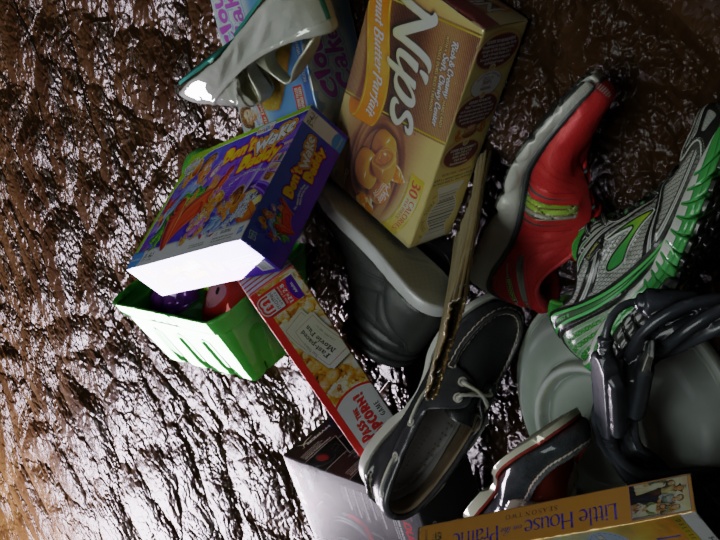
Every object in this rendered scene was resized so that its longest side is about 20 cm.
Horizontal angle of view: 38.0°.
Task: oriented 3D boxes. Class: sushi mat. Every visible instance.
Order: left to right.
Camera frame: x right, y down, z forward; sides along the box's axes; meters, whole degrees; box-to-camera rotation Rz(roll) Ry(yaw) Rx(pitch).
[{"bbox_3d":[0.072,-0.003,0.763,0.012,0.200,0.096,14,126,3],"label":"sushi mat"}]

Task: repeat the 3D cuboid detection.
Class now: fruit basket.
[{"bbox_3d":[-0.153,-0.011,1.052,0.215,0.155,0.216,31,144,26],"label":"fruit basket"}]

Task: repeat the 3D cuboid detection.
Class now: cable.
[{"bbox_3d":[0.228,0.083,0.660,0.051,0.162,0.201,-90,-12,-50],"label":"cable"}]

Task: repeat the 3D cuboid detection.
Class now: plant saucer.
[{"bbox_3d":[0.185,0.112,0.776,0.199,0.050,0.202,23,122,42],"label":"plant saucer"}]

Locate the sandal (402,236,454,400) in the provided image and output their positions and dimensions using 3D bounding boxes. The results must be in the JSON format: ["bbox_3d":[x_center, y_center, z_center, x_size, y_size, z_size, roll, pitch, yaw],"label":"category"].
[{"bbox_3d":[0.059,0.071,0.908,0.076,0.043,0.202,11,114,46],"label":"sandal"}]

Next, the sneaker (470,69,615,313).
[{"bbox_3d":[0.147,-0.051,0.748,0.085,0.077,0.201,30,133,13],"label":"sneaker"}]

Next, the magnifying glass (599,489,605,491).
[{"bbox_3d":[0.174,0.232,0.823,0.079,0.022,0.201,30,145,21],"label":"magnifying glass"}]

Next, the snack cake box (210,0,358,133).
[{"bbox_3d":[-0.068,-0.220,0.910,0.115,0.067,0.201,-4,103,48],"label":"snack cake box"}]

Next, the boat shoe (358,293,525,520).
[{"bbox_3d":[0.071,0.109,0.830,0.200,0.074,0.060,-52,26,8],"label":"boat shoe"}]

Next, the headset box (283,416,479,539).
[{"bbox_3d":[0.037,0.229,0.957,0.199,0.075,0.150,9,125,47],"label":"headset box"}]

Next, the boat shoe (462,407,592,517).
[{"bbox_3d":[0.129,0.165,0.763,0.063,0.071,0.200,56,153,24],"label":"boat shoe"}]

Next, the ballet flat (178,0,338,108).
[{"bbox_3d":[-0.086,-0.172,0.856,0.200,0.069,0.070,-29,84,49],"label":"ballet flat"}]

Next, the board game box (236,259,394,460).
[{"bbox_3d":[-0.039,0.068,0.913,0.201,0.046,0.151,57,175,-20],"label":"board game box"}]

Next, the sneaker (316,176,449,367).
[{"bbox_3d":[0.000,0.000,0.892,0.200,0.070,0.100,52,131,35],"label":"sneaker"}]

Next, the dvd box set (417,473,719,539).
[{"bbox_3d":[0.160,0.200,0.728,0.199,0.146,0.030,-18,48,28],"label":"dvd box set"}]

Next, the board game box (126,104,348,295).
[{"bbox_3d":[-0.110,-0.055,0.896,0.045,0.135,0.199,39,151,-27],"label":"board game box"}]

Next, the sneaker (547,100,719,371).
[{"bbox_3d":[0.182,-0.021,0.678,0.085,0.078,0.201,39,119,26],"label":"sneaker"}]

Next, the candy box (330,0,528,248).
[{"bbox_3d":[0.045,-0.133,0.826,0.115,0.055,0.201,43,133,29],"label":"candy box"}]
